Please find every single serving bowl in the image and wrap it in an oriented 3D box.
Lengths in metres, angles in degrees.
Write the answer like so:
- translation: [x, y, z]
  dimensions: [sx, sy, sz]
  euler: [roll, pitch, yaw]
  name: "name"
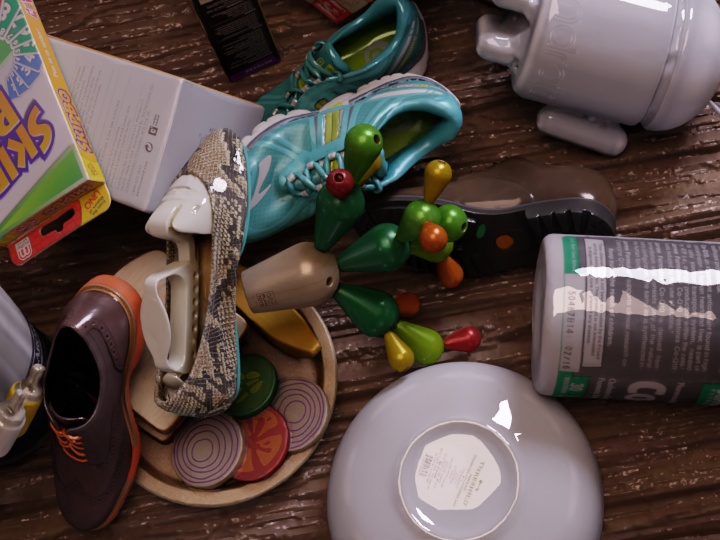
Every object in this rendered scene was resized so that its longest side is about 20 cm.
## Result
- translation: [0.070, 0.153, 1.115]
  dimensions: [0.198, 0.066, 0.202]
  euler: [-3, 69, 7]
  name: "serving bowl"

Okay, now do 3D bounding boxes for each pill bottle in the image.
- translation: [0.221, 0.035, 1.109]
  dimensions: [0.198, 0.113, 0.114]
  euler: [3, 70, 2]
  name: "pill bottle"

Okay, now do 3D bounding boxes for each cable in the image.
- translation: [-0.268, 0.144, 1.091]
  dimensions: [0.050, 0.201, 0.097]
  euler: [36, 44, 16]
  name: "cable"

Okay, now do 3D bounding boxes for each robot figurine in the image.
- translation: [0.186, -0.170, 1.185]
  dimensions: [0.198, 0.171, 0.113]
  euler: [13, 27, -3]
  name: "robot figurine"

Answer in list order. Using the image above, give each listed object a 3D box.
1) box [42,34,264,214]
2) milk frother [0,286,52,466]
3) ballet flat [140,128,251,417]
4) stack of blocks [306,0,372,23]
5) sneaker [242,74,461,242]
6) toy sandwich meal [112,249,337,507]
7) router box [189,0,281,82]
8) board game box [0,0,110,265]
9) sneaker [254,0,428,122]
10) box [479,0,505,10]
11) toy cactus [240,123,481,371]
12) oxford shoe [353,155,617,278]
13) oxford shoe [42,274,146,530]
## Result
- translation: [-0.193, -0.112, 1.189]
  dimensions: [0.199, 0.124, 0.098]
  euler: [19, 95, 24]
  name: "box"
- translation: [-0.339, 0.058, 1.138]
  dimensions: [0.199, 0.188, 0.181]
  euler: [-35, 65, -8]
  name: "milk frother"
- translation: [-0.116, 0.001, 1.095]
  dimensions: [0.067, 0.075, 0.202]
  euler: [4, 91, 46]
  name: "ballet flat"
- translation: [-0.006, -0.268, 1.189]
  dimensions: [0.115, 0.200, 0.059]
  euler: [36, 66, -17]
  name: "stack of blocks"
- translation: [-0.017, -0.084, 1.164]
  dimensions: [0.199, 0.078, 0.080]
  euler: [-31, 28, -11]
  name: "sneaker"
- translation: [-0.115, 0.072, 1.167]
  dimensions: [0.203, 0.070, 0.207]
  euler: [-3, 69, 7]
  name: "toy sandwich meal"
- translation: [-0.133, -0.269, 1.256]
  dimensions: [0.051, 0.149, 0.201]
  euler: [-24, 68, -2]
  name: "router box"
- translation: [-0.250, -0.112, 1.133]
  dimensions: [0.095, 0.030, 0.201]
  euler: [-30, 77, 21]
  name: "board game box"
- translation: [-0.033, -0.143, 1.233]
  dimensions: [0.200, 0.080, 0.078]
  euler: [-42, 69, -8]
  name: "sneaker"
- translation: [0.047, -0.278, 1.241]
  dimensions: [0.199, 0.137, 0.039]
  euler: [22, 69, 15]
  name: "box"
- translation: [0.000, 0.000, 1.117]
  dimensions: [0.164, 0.201, 0.103]
  euler: [-17, 42, 4]
  name: "toy cactus"
- translation: [0.093, -0.044, 1.194]
  dimensions: [0.198, 0.073, 0.085]
  euler: [1, 43, 12]
  name: "oxford shoe"
- translation: [-0.197, 0.104, 1.109]
  dimensions: [0.071, 0.202, 0.073]
  euler: [15, 28, 16]
  name: "oxford shoe"
